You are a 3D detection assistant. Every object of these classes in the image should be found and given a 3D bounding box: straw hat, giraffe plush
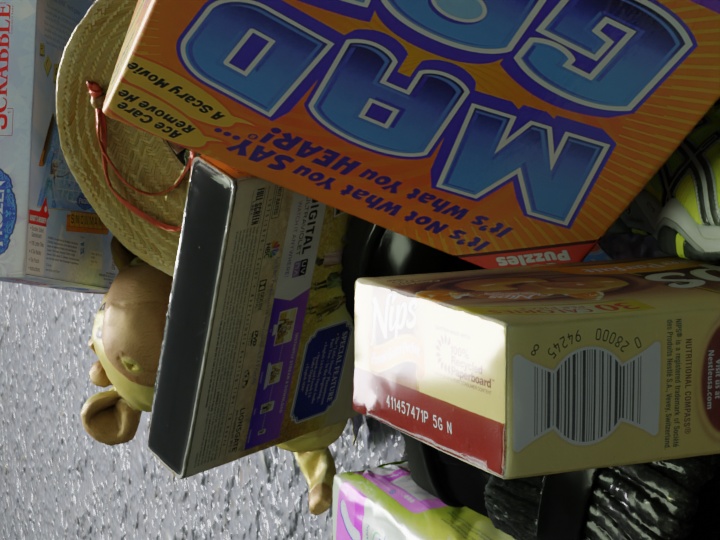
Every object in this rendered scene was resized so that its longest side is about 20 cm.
[{"bbox_3d":[-0.054,-0.087,0.989,0.199,0.085,0.203,14,125,20],"label":"straw hat"},{"bbox_3d":[-0.080,0.034,1.099,0.201,0.161,0.174,91,-169,-50],"label":"giraffe plush"}]

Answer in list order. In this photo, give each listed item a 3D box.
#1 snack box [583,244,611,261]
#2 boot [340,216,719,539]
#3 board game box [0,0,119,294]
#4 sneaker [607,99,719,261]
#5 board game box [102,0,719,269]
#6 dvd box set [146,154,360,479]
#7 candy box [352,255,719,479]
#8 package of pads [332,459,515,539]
[{"bbox_3d":[0.068,0.007,0.979,0.200,0.037,0.117,-125,39,-48],"label":"snack box"},{"bbox_3d":[0.082,0.056,0.820,0.157,0.079,0.212,32,153,41],"label":"boot"},{"bbox_3d":[-0.175,-0.090,1.118,0.200,0.041,0.202,22,-110,-79],"label":"board game box"},{"bbox_3d":[0.143,-0.048,0.768,0.200,0.075,0.077,17,109,62],"label":"sneaker"},{"bbox_3d":[0.042,-0.153,0.737,0.200,0.198,0.201,125,162,-50],"label":"board game box"},{"bbox_3d":[0.000,0.000,0.848,0.029,0.199,0.147,35,127,35],"label":"dvd box set"},{"bbox_3d":[0.110,0.029,0.703,0.115,0.198,0.056,-162,71,-63],"label":"candy box"},{"bbox_3d":[0.051,0.196,1.010,0.200,0.068,0.156,29,121,60],"label":"package of pads"}]
